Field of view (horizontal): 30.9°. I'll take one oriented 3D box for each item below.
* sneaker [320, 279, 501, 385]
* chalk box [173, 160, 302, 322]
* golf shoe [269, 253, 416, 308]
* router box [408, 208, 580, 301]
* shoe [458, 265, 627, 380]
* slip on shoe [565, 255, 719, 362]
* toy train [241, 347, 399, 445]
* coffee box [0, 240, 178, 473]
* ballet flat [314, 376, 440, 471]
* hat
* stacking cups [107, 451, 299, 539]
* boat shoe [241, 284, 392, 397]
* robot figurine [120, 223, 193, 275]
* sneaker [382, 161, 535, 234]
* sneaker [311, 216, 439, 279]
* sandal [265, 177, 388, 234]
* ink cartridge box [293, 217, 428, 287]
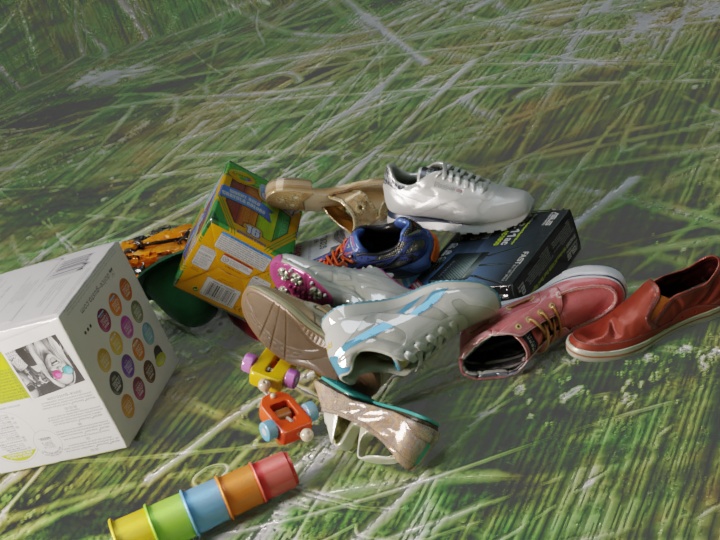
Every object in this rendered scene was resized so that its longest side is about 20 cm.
[{"bbox_3d":[0.061,0.068,1.424,0.198,0.077,0.081,-15,60,2],"label":"sneaker"},{"bbox_3d":[-0.160,-0.052,1.772,0.124,0.124,0.201,-55,16,32],"label":"chalk box"},{"bbox_3d":[-0.013,0.027,1.559,0.199,0.076,0.092,28,50,13],"label":"golf shoe"},{"bbox_3d":[0.167,-0.001,1.615,0.149,0.063,0.200,-4,28,34],"label":"router box"},{"bbox_3d":[0.201,0.063,1.441,0.199,0.072,0.091,-19,23,19],"label":"shoe"},{"bbox_3d":[0.310,0.040,1.400,0.199,0.062,0.074,-23,24,-1],"label":"slip on shoe"},{"bbox_3d":[-0.055,0.139,1.519,0.199,0.056,0.150,-24,47,-34],"label":"toy train"},{"bbox_3d":[-0.384,0.112,1.670,0.198,0.199,0.200,-14,24,21],"label":"coffee box"},{"bbox_3d":[0.003,0.165,1.387,0.199,0.068,0.068,15,81,55],"label":"ballet flat"},{"bbox_3d":[-0.222,0.073,1.854,0.164,0.177,0.200,-23,-16,-2],"label":"hat"},{"bbox_3d":[-0.159,0.249,1.358,0.198,0.061,0.061,-21,22,-9],"label":"stacking cups"},{"bbox_3d":[-0.049,0.075,1.506,0.199,0.072,0.064,34,40,16],"label":"boat shoe"},{"bbox_3d":[-0.320,-0.024,2.105,0.198,0.059,0.145,-10,24,23],"label":"robot figurine"},{"bbox_3d":[0.123,-0.096,1.661,0.198,0.081,0.076,1,22,18],"label":"sneaker"},{"bbox_3d":[-0.005,-0.018,1.607,0.199,0.079,0.076,-24,53,11],"label":"sneaker"},{"bbox_3d":[-0.022,-0.076,1.733,0.210,0.078,0.070,2,63,-9],"label":"sandal"},{"bbox_3d":[0.000,0.000,1.732,0.198,0.084,0.145,-18,23,7],"label":"ink cartridge box"}]
